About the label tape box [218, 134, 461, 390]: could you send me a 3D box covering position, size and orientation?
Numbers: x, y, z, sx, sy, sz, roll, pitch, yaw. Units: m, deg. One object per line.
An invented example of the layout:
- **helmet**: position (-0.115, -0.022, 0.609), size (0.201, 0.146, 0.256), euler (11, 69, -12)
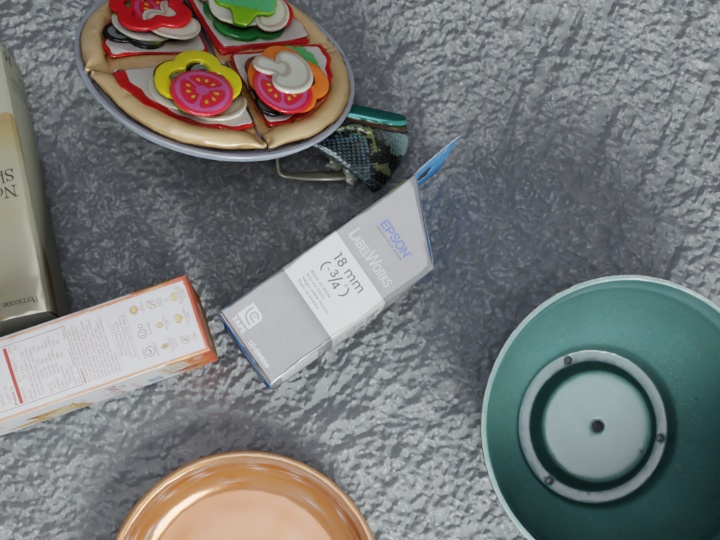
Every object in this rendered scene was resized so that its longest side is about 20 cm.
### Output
- **label tape box**: position (0.000, 0.000, 1.060), size (0.200, 0.144, 0.063), euler (-36, 87, -6)

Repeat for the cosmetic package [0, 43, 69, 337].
- **cosmetic package**: position (-0.276, -0.049, 1.072), size (0.105, 0.071, 0.201), euler (-15, 78, -1)

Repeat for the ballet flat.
- **ballet flat**: position (-0.065, -0.105, 1.109), size (0.199, 0.074, 0.075), euler (18, 84, 2)

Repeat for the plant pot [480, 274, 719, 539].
- **plant pot**: position (0.175, 0.110, 1.065), size (0.199, 0.134, 0.202), euler (0, 84, -3)

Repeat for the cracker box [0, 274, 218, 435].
- **cracker box**: position (-0.201, 0.066, 1.047), size (0.199, 0.134, 0.058), euler (-18, 85, -4)

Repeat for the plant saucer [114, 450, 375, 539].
- **plant saucer**: position (-0.082, 0.229, 1.088), size (0.199, 0.037, 0.201), euler (0, 84, -3)

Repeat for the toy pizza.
- **toy pizza**: position (-0.099, -0.152, 1.067), size (0.199, 0.032, 0.201), euler (10, 44, -9)
